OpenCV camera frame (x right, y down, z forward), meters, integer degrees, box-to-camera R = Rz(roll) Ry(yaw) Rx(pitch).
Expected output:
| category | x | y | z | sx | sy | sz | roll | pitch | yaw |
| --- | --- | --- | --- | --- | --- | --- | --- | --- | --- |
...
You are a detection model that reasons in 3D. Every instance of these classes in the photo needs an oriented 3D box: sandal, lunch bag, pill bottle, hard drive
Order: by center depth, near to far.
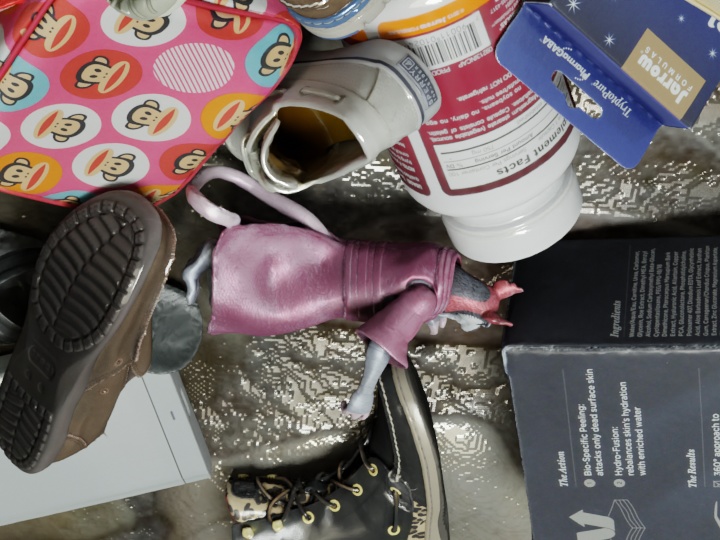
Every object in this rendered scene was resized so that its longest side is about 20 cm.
| category | x | y | z | sx | sy | sz | roll | pitch | yaw |
| --- | --- | --- | --- | --- | --- | --- | --- | --- | --- |
| lunch bag | -0.148 | -0.114 | 0.990 | 0.176 | 0.082 | 0.200 | 10 | 143 | -37 |
| pill bottle | 0.060 | -0.106 | 1.043 | 0.113 | 0.113 | 0.200 | -18 | 127 | 8 |
| sandal | -0.191 | 0.017 | 1.132 | 0.200 | 0.048 | 0.076 | 11 | 83 | -20 |
| hard drive | -0.215 | 0.110 | 1.231 | 0.200 | 0.027 | 0.132 | -13 | 127 | 4 |

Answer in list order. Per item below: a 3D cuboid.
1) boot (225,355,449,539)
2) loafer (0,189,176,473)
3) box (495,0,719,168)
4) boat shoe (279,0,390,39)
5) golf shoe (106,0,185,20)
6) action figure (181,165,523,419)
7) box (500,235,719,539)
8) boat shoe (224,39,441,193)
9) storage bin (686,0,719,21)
| category | x | y | z | sx | sy | sz | roll | pitch | yaw |
| --- | --- | --- | --- | --- | --- | --- | --- | --- | --- |
| boot | -0.018 | 0.149 | 1.257 | 0.150 | 0.073 | 0.200 | -8 | 133 | 0 |
| loafer | -0.158 | 0.032 | 1.085 | 0.071 | 0.073 | 0.200 | -11 | 140 | -49 |
| box | 0.169 | -0.166 | 0.996 | 0.121 | 0.032 | 0.200 | 36 | 83 | -28 |
| boat shoe | 0.020 | -0.216 | 0.931 | 0.200 | 0.072 | 0.072 | -61 | 150 | -4 |
| golf shoe | -0.065 | -0.192 | 0.917 | 0.078 | 0.200 | 0.097 | -12 | 139 | 39 |
| action figure | 0.000 | 0.000 | 1.114 | 0.199 | 0.134 | 0.149 | 2 | 116 | 8 |
| box | 0.203 | 0.086 | 1.177 | 0.199 | 0.118 | 0.197 | -2 | 128 | 12 |
| boat shoe | -0.036 | -0.077 | 1.015 | 0.070 | 0.200 | 0.071 | -45 | 113 | -26 |
| storage bin | 0.224 | -0.229 | 0.931 | 0.200 | 0.094 | 0.199 | 26 | 91 | -24 |
